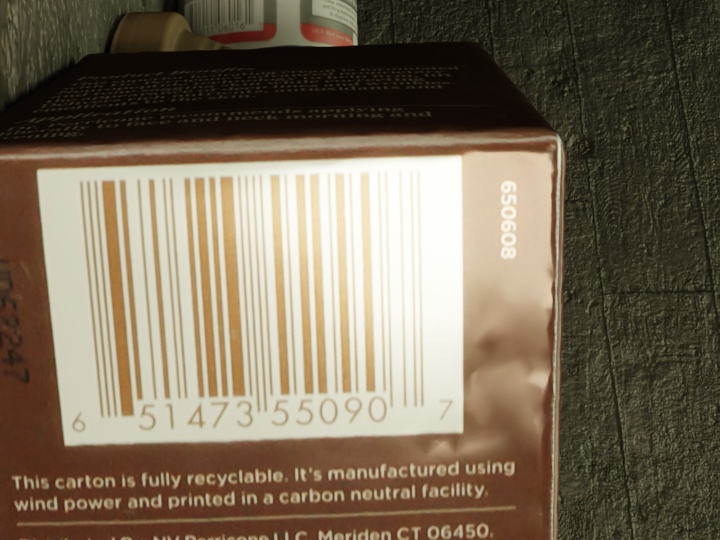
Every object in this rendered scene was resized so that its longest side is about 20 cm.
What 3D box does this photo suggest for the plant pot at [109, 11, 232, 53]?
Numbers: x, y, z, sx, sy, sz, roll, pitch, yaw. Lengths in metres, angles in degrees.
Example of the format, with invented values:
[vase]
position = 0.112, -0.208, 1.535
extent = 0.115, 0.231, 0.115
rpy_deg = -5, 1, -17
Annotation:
[plant pot]
position = -0.066, -0.026, 0.620
extent = 0.201, 0.092, 0.203
rpy_deg = 180, -90, -89

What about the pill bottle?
[pill bottle]
position = -0.059, -0.215, 0.782
extent = 0.114, 0.113, 0.202
rpy_deg = 90, -1, -84

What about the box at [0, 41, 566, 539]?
[box]
position = -0.026, 0.018, 0.422
extent = 0.200, 0.165, 0.166
rpy_deg = -90, 177, -73
